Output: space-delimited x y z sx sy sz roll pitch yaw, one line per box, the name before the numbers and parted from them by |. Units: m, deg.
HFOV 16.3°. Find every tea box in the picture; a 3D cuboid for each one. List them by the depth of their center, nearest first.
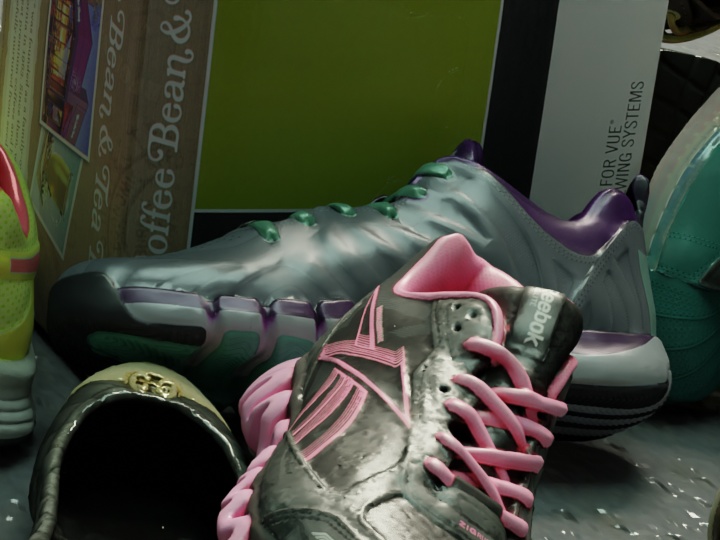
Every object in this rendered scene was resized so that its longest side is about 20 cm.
tea box | -0.012 -0.076 0.859 0.196 0.201 0.134 -1 19 -28

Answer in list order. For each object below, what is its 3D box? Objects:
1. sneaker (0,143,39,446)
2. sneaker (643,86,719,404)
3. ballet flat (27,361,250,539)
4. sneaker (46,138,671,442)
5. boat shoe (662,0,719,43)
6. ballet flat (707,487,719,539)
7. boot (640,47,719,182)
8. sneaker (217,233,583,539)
sneaker | -0.137 -0.016 0.800 0.078 0.091 0.200 -1 18 -21
sneaker | 0.162 -0.034 0.857 0.080 0.201 0.071 21 -21 42
ballet flat | -0.053 0.061 0.643 0.066 0.057 0.200 7 17 -6
sneaker | 0.000 0.000 0.784 0.199 0.088 0.074 8 -20 -20
boat shoe | 0.120 -0.119 0.917 0.071 0.061 0.201 -12 -18 -43
ballet flat | 0.187 0.032 0.711 0.200 0.070 0.070 -37 16 8
boot | 0.145 -0.054 1.070 0.199 0.068 0.130 17 8 -33
sneaker | 0.020 0.044 0.639 0.079 0.095 0.200 41 11 -17
